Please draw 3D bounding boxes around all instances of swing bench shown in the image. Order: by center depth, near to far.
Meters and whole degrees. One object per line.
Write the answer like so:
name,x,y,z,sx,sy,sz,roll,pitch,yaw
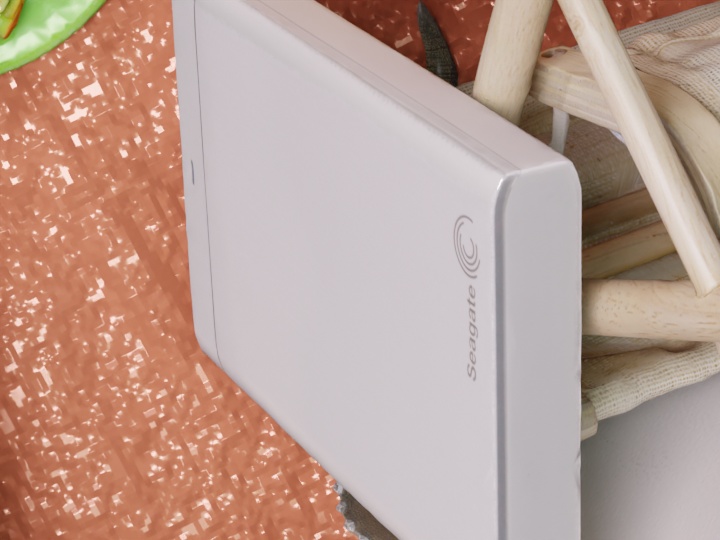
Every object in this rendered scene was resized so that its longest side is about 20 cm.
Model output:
swing bench,0.126,-0.044,0.747,0.199,0.200,0.130,-20,79,-20

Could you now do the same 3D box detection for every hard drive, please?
hard drive,0.000,0.000,0.764,0.027,0.200,0.132,-13,116,-24

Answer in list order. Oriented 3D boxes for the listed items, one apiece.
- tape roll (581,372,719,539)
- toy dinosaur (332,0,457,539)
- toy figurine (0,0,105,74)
tape roll,0.157,0.120,0.797,0.203,0.139,0.203,-8,111,-20
toy dinosaur,0.027,0.020,0.846,0.102,0.077,0.200,-13,99,-8
toy figurine,-0.143,-0.098,0.771,0.150,0.184,0.200,20,96,-4
